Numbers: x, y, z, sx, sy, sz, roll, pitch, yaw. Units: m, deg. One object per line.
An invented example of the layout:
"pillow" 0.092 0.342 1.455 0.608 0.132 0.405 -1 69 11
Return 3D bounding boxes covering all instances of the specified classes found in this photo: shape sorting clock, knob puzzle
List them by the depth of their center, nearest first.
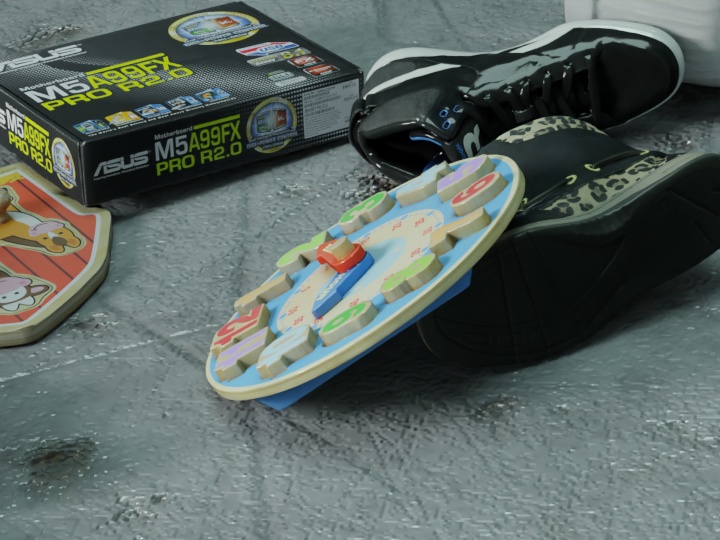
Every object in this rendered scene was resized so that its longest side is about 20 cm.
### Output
"shape sorting clock" 0.000 0.000 1.532 0.200 0.039 0.200 -36 16 12
"knob puzzle" -0.234 -0.009 1.679 0.219 0.031 0.220 -4 28 2

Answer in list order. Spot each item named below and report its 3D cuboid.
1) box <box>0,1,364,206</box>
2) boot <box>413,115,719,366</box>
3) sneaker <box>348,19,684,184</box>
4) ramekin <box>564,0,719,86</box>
"box" -0.121 -0.107 1.811 0.200 0.044 0.160 -16 29 -26
"boot" 0.092 -0.020 1.600 0.203 0.074 0.154 -26 24 -19
"sneaker" 0.092 -0.089 1.731 0.200 0.073 0.112 -7 30 17
"ramekin" 0.214 -0.208 1.796 0.105 0.200 0.200 17 35 23
